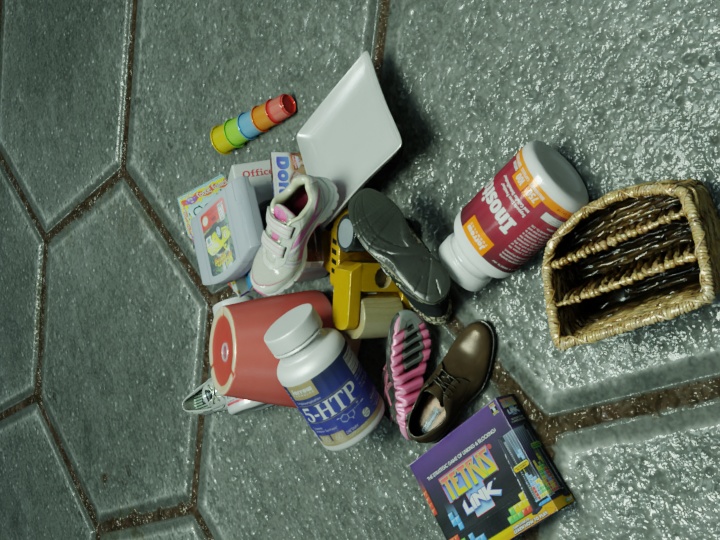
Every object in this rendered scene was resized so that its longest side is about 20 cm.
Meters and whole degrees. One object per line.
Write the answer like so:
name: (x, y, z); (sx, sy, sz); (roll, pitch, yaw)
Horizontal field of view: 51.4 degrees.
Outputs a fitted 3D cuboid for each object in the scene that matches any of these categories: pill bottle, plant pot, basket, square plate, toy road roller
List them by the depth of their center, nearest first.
basket: (0.305, -0.017, 0.861); (0.198, 0.148, 0.146); (-24, 89, 41)
pill bottle: (0.198, -0.065, 1.000); (0.200, 0.111, 0.115); (-47, 62, 33)
pill bottle: (-0.058, 0.159, 1.139); (0.118, 0.120, 0.202); (-17, 113, 41)
square plate: (-0.018, -0.202, 1.168); (0.200, 0.028, 0.202); (-43, 51, 34)
toy road roller: (0.000, 0.000, 1.189); (0.145, 0.120, 0.206); (5, 94, 56)
plant pot: (-0.151, 0.134, 1.255); (0.199, 0.173, 0.207); (-8, 80, 60)
pill bottle: (-0.216, 0.157, 1.397); (0.108, 0.107, 0.205); (-26, 74, 40)

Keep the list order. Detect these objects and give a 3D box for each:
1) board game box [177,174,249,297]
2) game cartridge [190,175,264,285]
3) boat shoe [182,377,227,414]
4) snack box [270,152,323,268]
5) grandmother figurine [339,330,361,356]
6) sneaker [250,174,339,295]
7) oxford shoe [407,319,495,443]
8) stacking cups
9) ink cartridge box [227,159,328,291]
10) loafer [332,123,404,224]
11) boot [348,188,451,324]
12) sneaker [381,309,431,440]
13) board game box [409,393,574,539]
board game box: (-0.243, -0.067, 1.394); (0.200, 0.102, 0.106); (45, 154, 33)
game cartridge: (-0.222, -0.053, 1.237); (0.199, 0.040, 0.137); (-30, 74, 50)
boat shoe: (-0.285, 0.250, 1.493); (0.199, 0.066, 0.075); (-36, 68, 38)
snack box: (-0.105, -0.100, 1.215); (0.024, 0.070, 0.205); (116, 150, -61)
grandmother figurine: (-0.030, 0.176, 1.263); (0.121, 0.059, 0.206); (-149, 62, -67)
sneaker: (-0.113, -0.061, 1.115); (0.080, 0.088, 0.204); (25, 87, 26)
oxford shoe: (0.132, 0.163, 1.075); (0.072, 0.084, 0.204); (29, 95, 26)
stacking cups: (-0.204, -0.280, 1.404); (0.197, 0.060, 0.062); (-19, 79, 42)
ink cartridge box: (-0.138, -0.083, 1.280); (0.084, 0.141, 0.206); (139, 120, -71)
loafer: (-0.003, -0.163, 1.211); (0.071, 0.072, 0.202); (52, 122, 30)
boot: (0.061, -0.013, 1.093); (0.073, 0.154, 0.205); (-38, 67, -4)
sneaker: (0.059, 0.155, 1.156); (0.095, 0.077, 0.206); (21, 118, 56)
board game box: (0.180, 0.302, 1.067); (0.200, 0.056, 0.168); (-46, 63, 33)
